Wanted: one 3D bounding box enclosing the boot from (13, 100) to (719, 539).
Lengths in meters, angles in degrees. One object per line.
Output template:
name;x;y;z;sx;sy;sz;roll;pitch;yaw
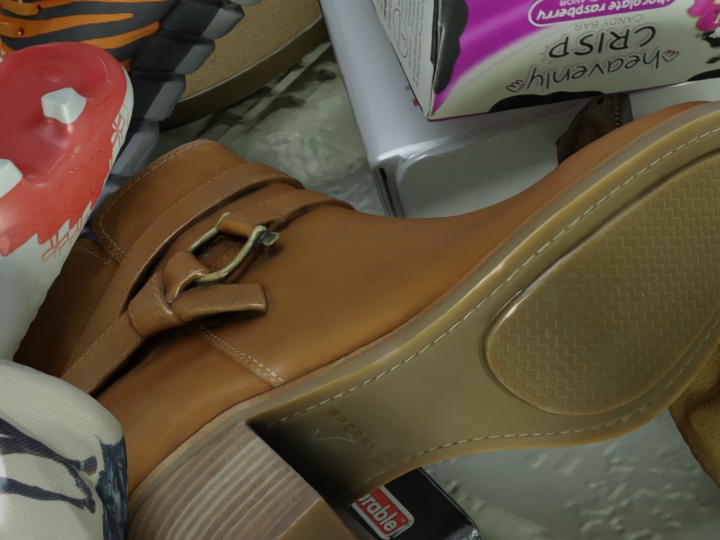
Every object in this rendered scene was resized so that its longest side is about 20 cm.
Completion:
boot;0.000;0.000;0.715;0.200;0.074;0.155;-38;39;-8

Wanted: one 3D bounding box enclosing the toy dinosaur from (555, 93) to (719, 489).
toy dinosaur;0.111;0.042;0.721;0.106;0.060;0.201;-20;64;-1

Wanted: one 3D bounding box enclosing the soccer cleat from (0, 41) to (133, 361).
soccer cleat;-0.124;0.025;0.728;0.068;0.085;0.200;21;65;34

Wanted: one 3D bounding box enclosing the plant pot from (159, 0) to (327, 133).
plant pot;-0.079;-0.108;0.980;0.199;0.028;0.201;-11;41;10

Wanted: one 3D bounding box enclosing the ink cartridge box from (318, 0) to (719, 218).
ink cartridge box;0.059;-0.094;0.843;0.144;0.085;0.201;-17;48;1

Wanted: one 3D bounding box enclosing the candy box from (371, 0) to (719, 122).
candy box;0.053;-0.136;0.766;0.136;0.061;0.200;-9;48;-14

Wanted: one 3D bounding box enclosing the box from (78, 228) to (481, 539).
box;-0.092;0.086;0.762;0.198;0.050;0.200;-33;43;-12

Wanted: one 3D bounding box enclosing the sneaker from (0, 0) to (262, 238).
sneaker;-0.107;-0.082;0.831;0.200;0.112;0.078;-53;35;22

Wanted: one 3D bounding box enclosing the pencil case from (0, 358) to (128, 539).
pencil case;-0.095;0.117;0.620;0.089;0.078;0.201;3;57;-11
